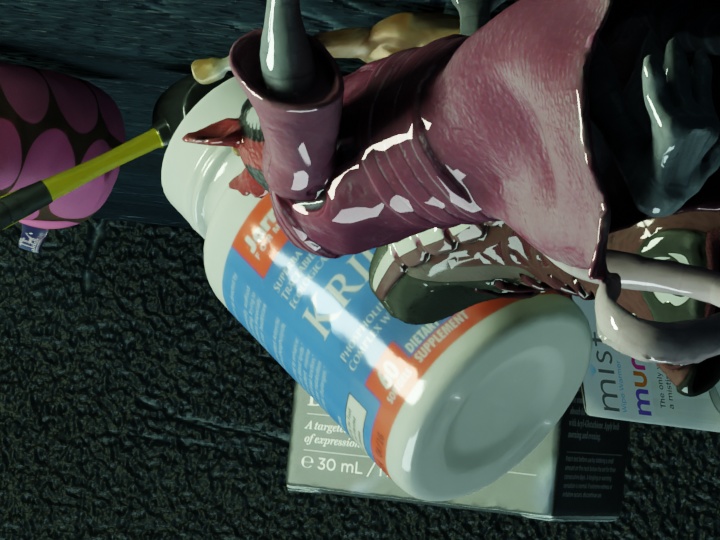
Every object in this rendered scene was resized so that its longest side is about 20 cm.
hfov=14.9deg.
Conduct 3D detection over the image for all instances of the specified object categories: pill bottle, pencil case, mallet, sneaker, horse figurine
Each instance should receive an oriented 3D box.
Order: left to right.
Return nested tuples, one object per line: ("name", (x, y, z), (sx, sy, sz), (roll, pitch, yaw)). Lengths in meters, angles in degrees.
("pencil case", (-0.196, -0.064, 1.337), (0.094, 0.091, 0.200), (5, 176, 22))
("mallet", (-0.143, -0.040, 1.302), (0.200, 0.041, 0.066), (-26, -174, -9))
("pill bottle", (0.000, 0.000, 1.228), (0.200, 0.112, 0.112), (43, -160, 30))
("horse figurine", (0.024, -0.063, 1.050), (0.132, 0.050, 0.200), (-12, 165, 14))
("sneaker", (0.085, 0.006, 1.041), (0.076, 0.116, 0.200), (-16, 165, -40))

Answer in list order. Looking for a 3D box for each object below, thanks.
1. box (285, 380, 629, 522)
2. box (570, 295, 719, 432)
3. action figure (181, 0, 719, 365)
("box", (0.058, 0.022, 1.406), (0.148, 0.200, 0.107), (4, 177, 25))
("box", (0.227, 0.010, 1.273), (0.200, 0.097, 0.176), (-17, -166, -38))
("action figure", (0.035, -0.035, 0.761), (0.200, 0.149, 0.134), (-14, 171, 41))
